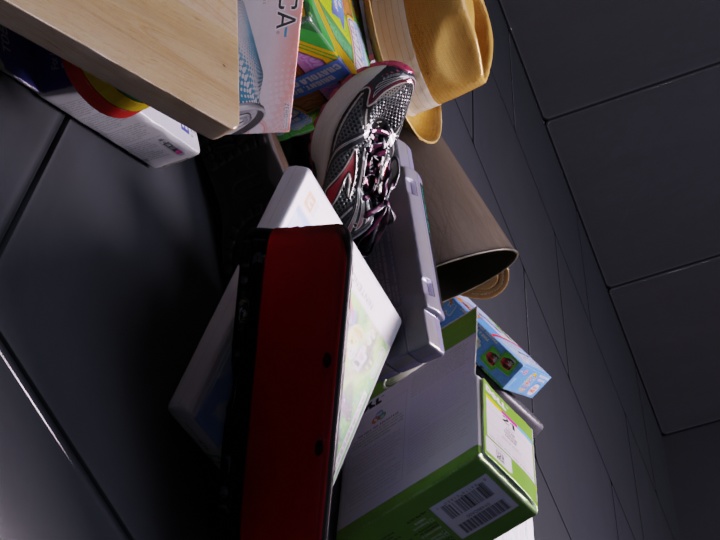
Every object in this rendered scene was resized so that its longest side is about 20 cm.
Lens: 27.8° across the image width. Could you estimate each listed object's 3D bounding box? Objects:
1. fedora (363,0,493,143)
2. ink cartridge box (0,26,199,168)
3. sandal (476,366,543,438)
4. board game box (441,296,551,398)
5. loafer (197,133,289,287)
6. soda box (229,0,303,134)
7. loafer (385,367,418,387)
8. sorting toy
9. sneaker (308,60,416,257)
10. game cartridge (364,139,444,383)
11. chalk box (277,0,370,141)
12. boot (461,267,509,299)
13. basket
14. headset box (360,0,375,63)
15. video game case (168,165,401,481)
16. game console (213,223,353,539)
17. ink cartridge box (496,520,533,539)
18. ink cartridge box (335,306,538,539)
[{"bbox_3d":[0.064,-0.213,1.255,0.201,0.081,0.202,-11,90,-71],"label":"fedora"},{"bbox_3d":[-0.175,-0.186,0.928,0.200,0.043,0.197,37,39,-68],"label":"ink cartridge box"},{"bbox_3d":[0.112,0.117,1.482,0.200,0.043,0.076,43,4,-24],"label":"sandal"},{"bbox_3d":[0.101,0.047,1.496,0.200,0.037,0.151,45,6,19],"label":"board game box"},{"bbox_3d":[-0.065,-0.037,1.091,0.071,0.073,0.201,29,47,-70],"label":"loafer"},{"bbox_3d":[-0.080,-0.196,0.990,0.064,0.068,0.201,36,-54,53],"label":"soda box"},{"bbox_3d":[0.038,0.086,1.340,0.200,0.070,0.070,42,25,-64],"label":"loafer"},{"bbox_3d":[-0.164,-0.188,0.826,0.200,0.069,0.200,27,49,-45],"label":"sorting toy"},{"bbox_3d":[-0.001,-0.068,1.137,0.075,0.201,0.080,32,17,36],"label":"sneaker"},{"bbox_3d":[0.000,0.000,1.179,0.038,0.129,0.201,40,35,-50],"label":"game cartridge"},{"bbox_3d":[-0.066,-0.185,1.161,0.200,0.123,0.125,42,34,-63],"label":"chalk box"},{"bbox_3d":[0.070,-0.053,1.476,0.199,0.077,0.155,28,17,5],"label":"boot"},{"bbox_3d":[0.024,-0.071,1.330,0.136,0.180,0.201,119,-50,-66],"label":"basket"},{"bbox_3d":[-0.012,-0.277,1.397,0.077,0.148,0.200,66,10,23],"label":"headset box"},{"bbox_3d":[-0.043,0.062,1.003,0.182,0.022,0.201,58,46,-44],"label":"video game case"},{"bbox_3d":[-0.020,0.078,0.909,0.172,0.118,0.201,10,85,-59],"label":"game console"},{"bbox_3d":[0.132,0.260,1.514,0.197,0.043,0.200,-84,149,-58],"label":"ink cartridge box"},{"bbox_3d":[0.063,0.141,1.183,0.076,0.148,0.200,45,26,-22],"label":"ink cartridge box"}]
